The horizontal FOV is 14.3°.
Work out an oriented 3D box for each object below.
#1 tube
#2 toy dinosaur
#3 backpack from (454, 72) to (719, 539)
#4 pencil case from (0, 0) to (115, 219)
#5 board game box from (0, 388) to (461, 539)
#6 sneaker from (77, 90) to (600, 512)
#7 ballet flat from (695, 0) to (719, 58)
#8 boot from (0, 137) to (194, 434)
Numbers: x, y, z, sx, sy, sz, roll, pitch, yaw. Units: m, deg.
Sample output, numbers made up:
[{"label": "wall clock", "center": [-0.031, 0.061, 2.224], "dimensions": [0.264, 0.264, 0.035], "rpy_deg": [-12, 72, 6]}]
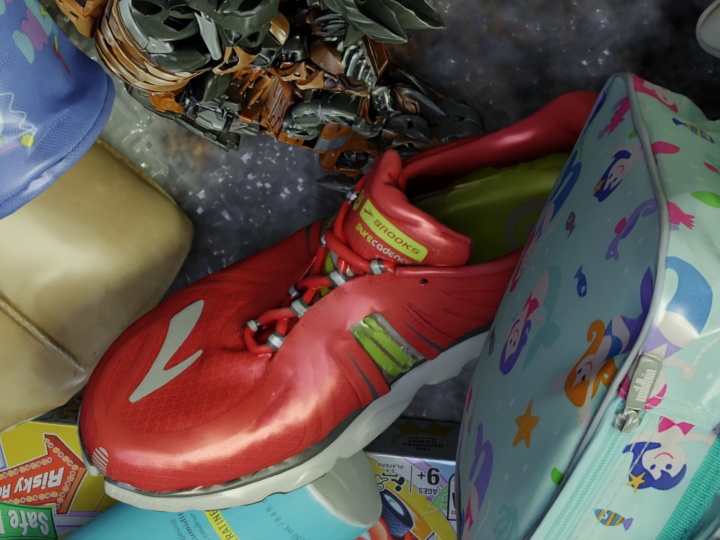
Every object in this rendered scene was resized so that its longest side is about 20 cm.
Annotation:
[{"label": "tube", "center": [-0.083, 0.113, 0.943], "dimensions": [0.200, 0.050, 0.077], "rpy_deg": [-37, 101, 22]}, {"label": "toy dinosaur", "center": [-0.039, -0.083, 0.856], "dimensions": [0.136, 0.200, 0.102], "rpy_deg": [-32, 59, 42]}, {"label": "backpack", "center": [0.106, 0.052, 0.796], "dimensions": [0.150, 0.178, 0.200], "rpy_deg": [14, 115, -6]}, {"label": "pencil case", "center": [-0.153, -0.102, 0.811], "dimensions": [0.078, 0.087, 0.200], "rpy_deg": [-34, 108, 5]}, {"label": "board game box", "center": [-0.052, 0.112, 0.978], "dimensions": [0.199, 0.034, 0.135], "rpy_deg": [4, 109, 7]}, {"label": "sneaker", "center": [0.000, 0.000, 0.866], "dimensions": [0.200, 0.085, 0.077], "rpy_deg": [-28, 63, -10]}, {"label": "ballet flat", "center": [0.131, -0.048, 0.886], "dimensions": [0.067, 0.067, 0.201], "rpy_deg": [20, 114, 24]}, {"label": "boot", "center": [-0.176, -0.009, 0.892], "dimensions": [0.175, 0.066, 0.200], "rpy_deg": [-46, 118, 4]}]
